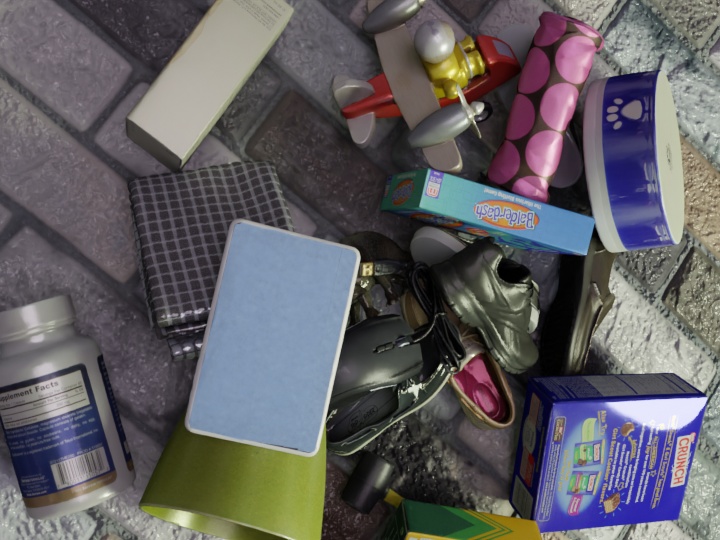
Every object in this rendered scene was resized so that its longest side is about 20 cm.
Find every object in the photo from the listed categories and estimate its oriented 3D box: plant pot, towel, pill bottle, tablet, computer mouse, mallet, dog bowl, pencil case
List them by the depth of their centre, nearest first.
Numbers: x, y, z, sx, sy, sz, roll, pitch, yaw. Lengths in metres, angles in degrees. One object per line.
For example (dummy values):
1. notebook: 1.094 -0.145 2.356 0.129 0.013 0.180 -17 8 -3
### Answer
1. tablet: -0.081 0.063 0.835 0.128 0.014 0.203 13 85 -10
2. pill bottle: -0.302 0.132 0.886 0.109 0.111 0.203 -16 92 -16
3. towel: -0.144 -0.020 0.908 0.163 0.086 0.202 -10 55 -18
4. computer mouse: 0.017 0.055 0.918 0.198 0.046 0.142 -12 75 -27
5. plant pot: -0.110 0.168 0.920 0.185 0.187 0.203 19 66 -14
6. pencil case: 0.204 -0.179 0.994 0.090 0.093 0.203 26 107 25
7. mallet: 0.063 0.291 1.025 0.200 0.041 0.066 43 76 -14
8. dog bowl: 0.318 -0.125 1.028 0.078 0.199 0.204 -5 89 27

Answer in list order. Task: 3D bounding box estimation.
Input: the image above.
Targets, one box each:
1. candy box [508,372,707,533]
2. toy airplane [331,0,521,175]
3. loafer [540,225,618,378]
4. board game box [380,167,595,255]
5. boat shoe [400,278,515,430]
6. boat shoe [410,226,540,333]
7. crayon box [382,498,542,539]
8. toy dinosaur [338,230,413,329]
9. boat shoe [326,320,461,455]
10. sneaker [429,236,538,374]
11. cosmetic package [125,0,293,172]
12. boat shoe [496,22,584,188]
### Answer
1. candy box: 0.287 0.210 1.043 0.197 0.077 0.172 1 109 -14
2. toy airplane: 0.061 -0.219 0.984 0.198 0.142 0.200 28 63 9
3. loafer: 0.274 0.043 1.072 0.070 0.073 0.203 16 85 -15
4. board game box: 0.136 -0.064 0.996 0.197 0.152 0.046 15 89 -14
5. boat shoe: 0.120 0.096 1.028 0.073 0.069 0.201 -36 96 -13
6. boat shoe: 0.135 -0.001 1.030 0.199 0.070 0.064 37 56 -29
7. crayon box: 0.119 0.331 0.998 0.197 0.052 0.127 14 120 -14
8. toy dinosaur: 0.000 0.000 0.993 0.199 0.077 0.103 -34 91 -17
9. boat shoe: 0.028 0.125 0.976 0.198 0.066 0.075 -38 70 5
10. sneaker: 0.157 0.041 0.966 0.090 0.076 0.200 -37 133 8
11. cosmetic package: -0.161 -0.208 0.944 0.073 0.103 0.201 37 78 -10
12. boat shoe: 0.218 -0.198 1.071 0.071 0.068 0.202 -25 92 22
